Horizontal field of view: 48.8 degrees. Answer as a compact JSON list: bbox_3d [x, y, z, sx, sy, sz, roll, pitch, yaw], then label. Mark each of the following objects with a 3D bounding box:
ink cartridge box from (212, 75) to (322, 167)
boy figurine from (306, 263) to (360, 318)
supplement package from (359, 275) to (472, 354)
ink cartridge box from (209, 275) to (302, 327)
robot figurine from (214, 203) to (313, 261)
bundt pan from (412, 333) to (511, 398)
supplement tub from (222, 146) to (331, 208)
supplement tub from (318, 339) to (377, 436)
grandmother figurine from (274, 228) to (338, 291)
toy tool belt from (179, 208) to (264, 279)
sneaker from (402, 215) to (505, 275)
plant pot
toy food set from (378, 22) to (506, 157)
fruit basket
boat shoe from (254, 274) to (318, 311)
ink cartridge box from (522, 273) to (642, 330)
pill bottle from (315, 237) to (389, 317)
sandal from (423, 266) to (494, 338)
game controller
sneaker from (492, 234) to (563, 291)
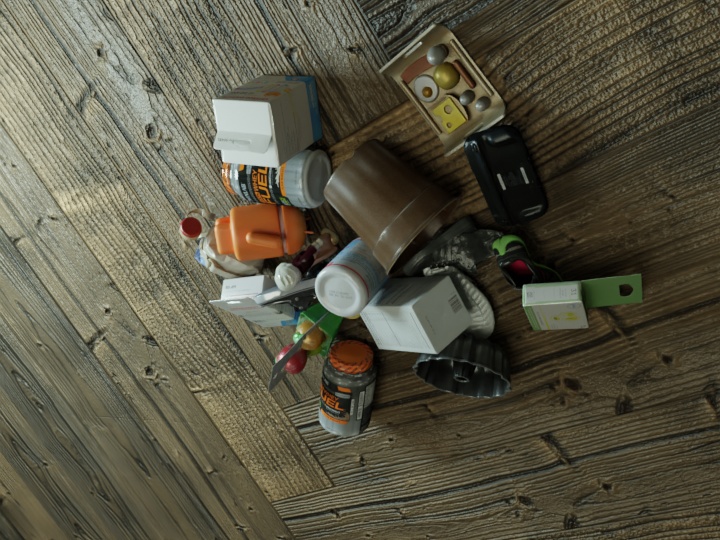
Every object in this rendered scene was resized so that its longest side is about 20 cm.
[{"bbox_3d":[-0.179,-0.283,1.505,0.128,0.200,0.125,7,120,24],"label":"ink cartridge box"},{"bbox_3d":[-0.022,0.050,1.696,0.200,0.064,0.124,23,128,14],"label":"boy figurine"},{"bbox_3d":[0.103,0.086,1.576,0.200,0.110,0.114,-3,120,57],"label":"supplement package"},{"bbox_3d":[-0.223,0.063,1.734,0.116,0.067,0.200,-6,158,30],"label":"ink cartridge box"},{"bbox_3d":[-0.199,-0.081,1.645,0.200,0.144,0.117,-8,74,-5],"label":"robot figurine"},{"bbox_3d":[0.211,0.187,1.605,0.202,0.076,0.202,12,154,6],"label":"bundt pan"},{"bbox_3d":[-0.170,-0.194,1.600,0.200,0.123,0.123,7,120,25],"label":"supplement tub"},{"bbox_3d":[-0.028,0.263,1.783,0.122,0.123,0.200,18,123,18],"label":"supplement tub"},{"bbox_3d":[-0.111,-0.020,1.617,0.061,0.200,0.121,35,128,6],"label":"grandmother figurine"},{"bbox_3d":[-0.312,-0.045,1.755,0.200,0.125,0.123,24,158,-12],"label":"toy tool belt"},{"bbox_3d":[0.186,-0.027,1.517,0.200,0.060,0.104,-39,83,10],"label":"sneaker"},{"bbox_3d":[0.050,-0.129,1.488,0.198,0.200,0.200,44,128,8],"label":"plant pot"},{"bbox_3d":[0.144,-0.316,1.405,0.143,0.060,0.200,-33,98,37],"label":"toy food set"},{"bbox_3d":[-0.130,0.160,1.696,0.094,0.200,0.185,45,156,12],"label":"fruit basket"},{"bbox_3d":[-0.116,0.052,1.634,0.200,0.070,0.066,-16,97,-9],"label":"boat shoe"},{"bbox_3d":[0.400,0.060,1.420,0.200,0.048,0.146,-4,157,19],"label":"ink cartridge box"},{"bbox_3d":[0.000,0.000,1.570,0.109,0.200,0.109,12,121,21],"label":"pill bottle"},{"bbox_3d":[0.204,0.047,1.589,0.082,0.050,0.203,-31,98,20],"label":"sandal"},{"bbox_3d":[0.263,-0.167,1.424,0.104,0.042,0.200,-18,122,19],"label":"game controller"},{"bbox_3d":[0.310,0.018,1.469,0.077,0.084,0.200,-30,126,36],"label":"sneaker"}]
